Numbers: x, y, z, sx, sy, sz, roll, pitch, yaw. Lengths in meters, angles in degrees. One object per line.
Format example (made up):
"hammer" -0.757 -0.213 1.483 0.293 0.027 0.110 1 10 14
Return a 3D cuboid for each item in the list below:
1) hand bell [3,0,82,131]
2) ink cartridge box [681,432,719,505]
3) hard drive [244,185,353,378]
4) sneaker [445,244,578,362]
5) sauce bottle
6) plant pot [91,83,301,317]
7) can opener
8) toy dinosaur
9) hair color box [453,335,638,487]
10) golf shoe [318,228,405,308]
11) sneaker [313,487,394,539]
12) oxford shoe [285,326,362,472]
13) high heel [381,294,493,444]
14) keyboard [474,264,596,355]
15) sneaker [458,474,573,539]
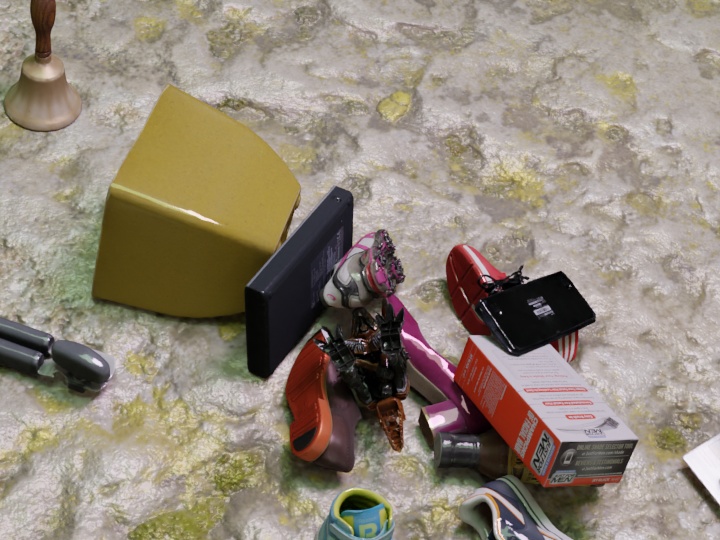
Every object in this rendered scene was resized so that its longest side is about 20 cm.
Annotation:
"hand bell" -0.408 -0.288 1.822 0.103 0.201 0.105 6 47 -6
"ink cartridge box" 0.496 0.244 1.665 0.198 0.048 0.161 -25 58 -19
"hard drive" -0.070 0.013 1.668 0.033 0.141 0.200 21 47 19
"sneaker" 0.193 0.046 1.758 0.115 0.079 0.201 -14 64 -35
"sauce bottle" 0.182 0.209 1.604 0.197 0.065 0.065 3 48 -8
"plant pot" -0.183 -0.061 1.684 0.198 0.195 0.197 20 47 -1
"can opener" -0.366 0.084 1.597 0.198 0.067 0.053 16 48 8
"toy dinosaur" 0.024 0.113 1.606 0.102 0.136 0.200 -34 48 -12
"hair color box" 0.201 0.151 1.567 0.110 0.065 0.200 3 29 -31
"golf shoe" 0.000 0.000 1.707 0.091 0.073 0.200 -21 4 12
"sneaker" 0.006 0.311 1.427 0.079 0.131 0.201 -8 51 -21
"oxford shoe" -0.039 0.149 1.621 0.072 0.071 0.201 33 35 -26
"high heel" 0.092 0.106 1.669 0.095 0.068 0.201 -14 56 -17
"keyboard" 0.196 0.046 1.678 0.199 0.040 0.105 -14 66 -52
"sneaker" 0.180 0.306 1.508 0.079 0.079 0.200 -16 43 -31
